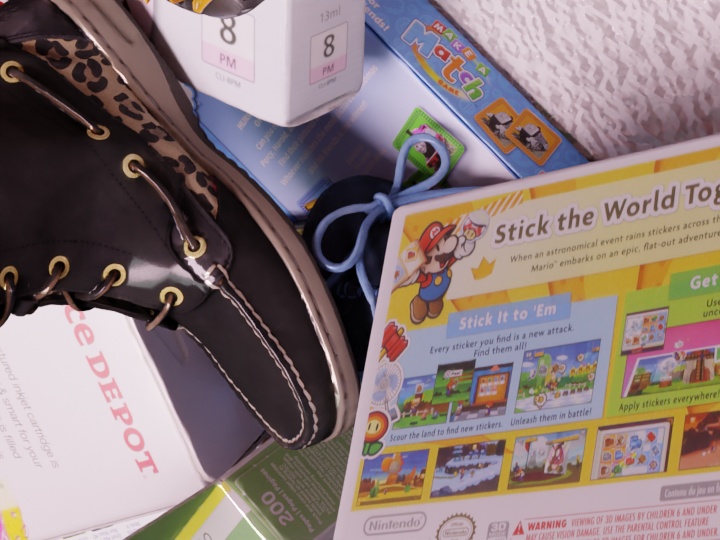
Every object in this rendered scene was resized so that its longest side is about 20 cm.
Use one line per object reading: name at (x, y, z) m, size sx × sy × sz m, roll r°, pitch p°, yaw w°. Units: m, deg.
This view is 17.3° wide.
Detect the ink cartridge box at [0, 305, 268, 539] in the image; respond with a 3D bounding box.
ink cartridge box at (-0.151, 0.035, 0.982) m, size 0.199 × 0.086 × 0.148 m, roll -16°, pitch 105°, yaw 28°

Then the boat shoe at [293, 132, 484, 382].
boat shoe at (0.000, 0.000, 0.870) m, size 0.199 × 0.084 × 0.069 m, roll -19°, pitch 105°, yaw 45°

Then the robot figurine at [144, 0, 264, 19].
robot figurine at (-0.102, -0.160, 0.784) m, size 0.200 × 0.058 × 0.146 m, roll 38°, pitch 148°, yaw 35°

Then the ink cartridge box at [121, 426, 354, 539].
ink cartridge box at (-0.068, 0.125, 0.909) m, size 0.048 × 0.200 × 0.146 m, roll 47°, pitch 139°, yaw 9°

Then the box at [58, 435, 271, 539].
box at (-0.106, 0.045, 1.045) m, size 0.118 × 0.041 × 0.201 m, roll -18°, pitch 106°, yaw 23°

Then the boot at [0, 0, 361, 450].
boot at (-0.105, 0.004, 0.825) m, size 0.201 × 0.150 × 0.073 m, roll 56°, pitch 149°, yaw 2°

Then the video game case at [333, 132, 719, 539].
video game case at (0.073, 0.050, 0.706) m, size 0.199 × 0.183 × 0.023 m, roll -12°, pitch 149°, yaw 43°

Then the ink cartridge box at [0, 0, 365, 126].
ink cartridge box at (-0.069, -0.169, 0.834) m, size 0.162 × 0.057 × 0.201 m, roll 26°, pitch 132°, yaw 35°

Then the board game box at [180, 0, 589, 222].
board game box at (-0.005, -0.047, 0.927) m, size 0.200 × 0.037 × 0.151 m, roll 45°, pitch 141°, yaw 2°
